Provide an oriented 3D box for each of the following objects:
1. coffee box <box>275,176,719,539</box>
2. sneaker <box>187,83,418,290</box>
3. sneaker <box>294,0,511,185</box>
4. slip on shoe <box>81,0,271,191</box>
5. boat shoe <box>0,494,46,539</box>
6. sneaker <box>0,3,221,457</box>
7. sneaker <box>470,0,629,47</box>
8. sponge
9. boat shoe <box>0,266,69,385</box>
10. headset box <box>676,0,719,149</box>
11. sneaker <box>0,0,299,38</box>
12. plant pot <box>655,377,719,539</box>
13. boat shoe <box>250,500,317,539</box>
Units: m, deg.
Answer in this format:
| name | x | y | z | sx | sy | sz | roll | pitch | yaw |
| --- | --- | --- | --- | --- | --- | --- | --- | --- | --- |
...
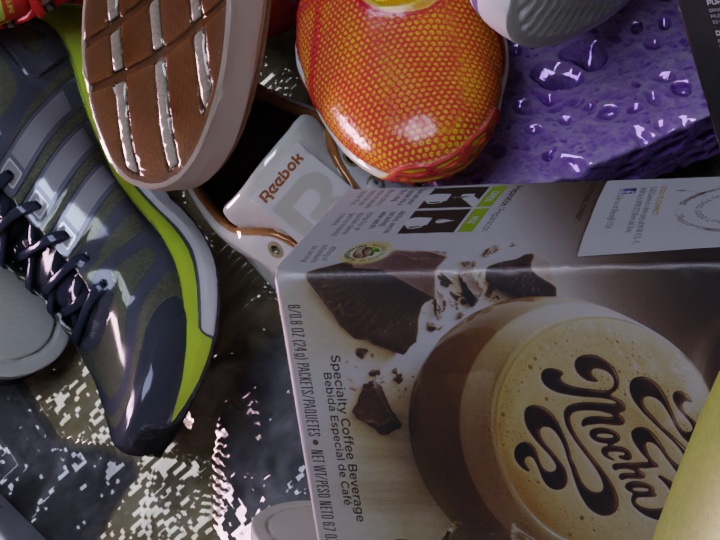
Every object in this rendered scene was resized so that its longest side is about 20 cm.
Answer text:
| name | x | y | z | sx | sy | sz | roll | pitch | yaw |
| --- | --- | --- | --- | --- | --- | --- | --- | --- | --- |
| coffee box | 0.086 | 0.035 | 0.878 | 0.200 | 0.080 | 0.113 | -2 | 110 | 19 |
| sneaker | 0.000 | 0.000 | 0.977 | 0.200 | 0.085 | 0.073 | 37 | 89 | 30 |
| sneaker | 0.005 | -0.117 | 0.952 | 0.073 | 0.077 | 0.200 | -12 | 58 | 4 |
| slip on shoe | -0.052 | -0.127 | 0.979 | 0.076 | 0.061 | 0.201 | -7 | 83 | 39 |
| boat shoe | -0.176 | 0.087 | 1.050 | 0.200 | 0.070 | 0.066 | 42 | 92 | 25 |
| sneaker | -0.112 | -0.015 | 1.031 | 0.074 | 0.081 | 0.200 | -59 | 44 | 40 |
| sneaker | 0.062 | -0.152 | 0.956 | 0.114 | 0.073 | 0.200 | 29 | 45 | 15 |
| sponge | 0.049 | -0.106 | 0.997 | 0.111 | 0.030 | 0.200 | -22 | 57 | -2 |
| boat shoe | -0.176 | -0.035 | 1.094 | 0.200 | 0.074 | 0.060 | 56 | 143 | 15 |
| headset box | 0.170 | -0.109 | 0.861 | 0.148 | 0.200 | 0.075 | -6 | 30 | 25 |
| sneaker | -0.115 | -0.112 | 1.040 | 0.200 | 0.077 | 0.085 | 15 | 50 | 11 |
| plant pot | 0.143 | 0.110 | 0.752 | 0.187 | 0.187 | 0.200 | 60 | 137 | 30 |
| boat shoe | 0.036 | 0.143 | 0.912 | 0.200 | 0.073 | 0.063 | 31 | 121 | 30 |
